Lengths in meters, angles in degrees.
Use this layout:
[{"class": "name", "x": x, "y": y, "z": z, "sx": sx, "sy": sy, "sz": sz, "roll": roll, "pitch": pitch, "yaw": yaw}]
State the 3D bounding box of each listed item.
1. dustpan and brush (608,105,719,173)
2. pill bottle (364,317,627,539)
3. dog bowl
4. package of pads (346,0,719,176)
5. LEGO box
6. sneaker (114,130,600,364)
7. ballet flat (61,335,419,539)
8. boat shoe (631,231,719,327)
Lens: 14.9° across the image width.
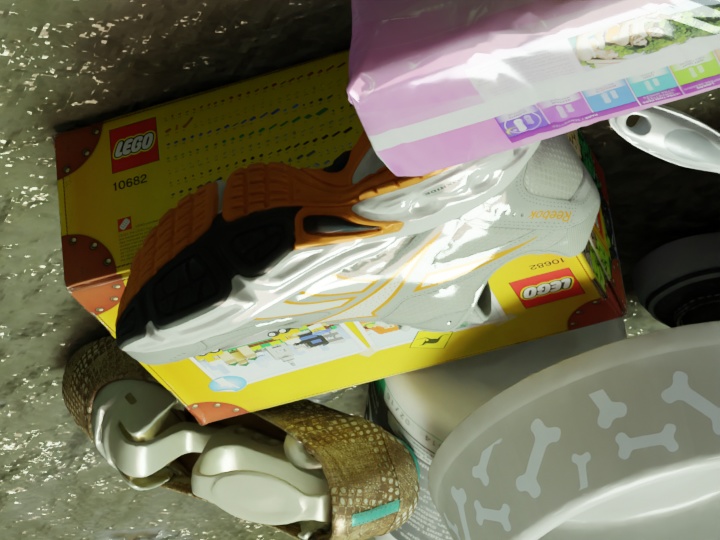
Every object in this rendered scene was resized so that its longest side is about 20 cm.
[{"class": "dustpan and brush", "x": 0.184, "y": -0.036, "z": 1.147, "sx": 0.200, "sy": 0.057, "sz": 0.140, "roll": 22, "pitch": 108, "yaw": -17}, {"class": "pill bottle", "x": 0.057, "y": 0.075, "z": 1.298, "sx": 0.113, "sy": 0.113, "sz": 0.200, "roll": -4, "pitch": 151, "yaw": -6}, {"class": "dog bowl", "x": 0.131, "y": 0.096, "z": 1.187, "sx": 0.199, "sy": 0.059, "sz": 0.200, "roll": -10, "pitch": 152, "yaw": -6}, {"class": "package of pads", "x": 0.089, "y": -0.117, "z": 0.945, "sx": 0.200, "sy": 0.121, "sz": 0.076, "roll": -16, "pitch": 144, "yaw": 17}, {"class": "LEGO box", "x": -0.006, "y": -0.018, "z": 1.149, "sx": 0.199, "sy": 0.077, "sz": 0.149, "roll": -15, "pitch": 151, "yaw": 14}, {"class": "sneaker", "x": 0.000, "y": 0.000, "z": 1.039, "sx": 0.200, "sy": 0.076, "sz": 0.092, "roll": -25, "pitch": 128, "yaw": 25}, {"class": "ballet flat", "x": -0.069, "y": 0.077, "z": 1.242, "sx": 0.200, "sy": 0.071, "sz": 0.065, "roll": 12, "pitch": -156, "yaw": 31}, {"class": "boat shoe", "x": 0.211, "y": 0.036, "z": 1.303, "sx": 0.200, "sy": 0.071, "sz": 0.072, "roll": 17, "pitch": 144, "yaw": -37}]
